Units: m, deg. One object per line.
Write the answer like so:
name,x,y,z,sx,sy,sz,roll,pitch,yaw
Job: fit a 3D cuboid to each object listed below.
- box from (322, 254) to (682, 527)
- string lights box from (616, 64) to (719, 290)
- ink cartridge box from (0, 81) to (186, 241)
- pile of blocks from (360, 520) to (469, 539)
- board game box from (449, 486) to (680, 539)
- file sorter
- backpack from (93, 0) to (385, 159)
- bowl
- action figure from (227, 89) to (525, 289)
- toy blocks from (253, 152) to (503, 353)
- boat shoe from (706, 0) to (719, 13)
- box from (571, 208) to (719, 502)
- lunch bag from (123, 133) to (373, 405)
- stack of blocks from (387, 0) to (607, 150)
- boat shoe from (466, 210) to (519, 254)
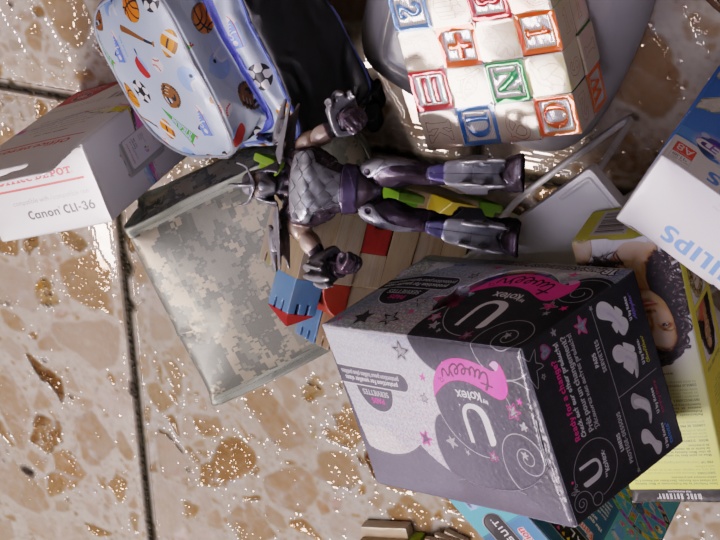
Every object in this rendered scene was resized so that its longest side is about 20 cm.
box,0.089,0.073,1.176,0.199,0.114,0.133,4,120,50
string lights box,0.248,-0.066,1.152,0.102,0.200,0.059,36,128,4
ink cartridge box,-0.218,-0.084,1.390,0.116,0.200,0.068,-9,112,32
pile of blocks,0.079,0.278,1.525,0.199,0.062,0.083,21,125,16
board game box,0.160,0.156,1.326,0.151,0.200,0.047,49,128,-4
file sorter,0.194,0.015,1.275,0.139,0.125,0.200,-36,97,36
backpack,-0.101,-0.168,1.300,0.190,0.153,0.201,5,120,66
bowl,0.095,-0.185,1.248,0.199,0.075,0.201,27,127,11
action figure,0.009,-0.053,1.190,0.198,0.069,0.131,4,103,7
toy blocks,0.000,0.000,1.299,0.100,0.199,0.138,25,103,49
boat shoe,0.208,-0.235,1.156,0.075,0.075,0.203,-33,99,35
box,0.200,0.058,1.188,0.075,0.050,0.201,-5,115,29
lunch bag,-0.058,-0.018,1.392,0.199,0.118,0.165,-24,106,8
stack of blocks,0.080,-0.186,1.170,0.114,0.059,0.201,-4,115,29
boat shoe,0.086,0.048,1.387,0.073,0.065,0.201,26,123,16
